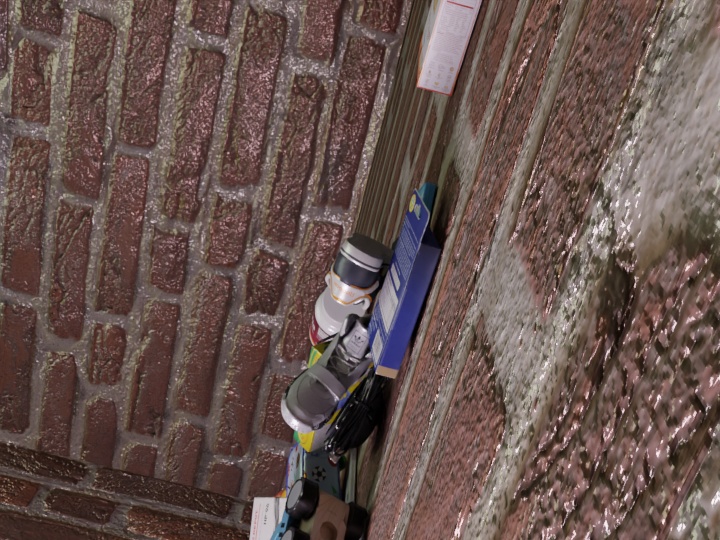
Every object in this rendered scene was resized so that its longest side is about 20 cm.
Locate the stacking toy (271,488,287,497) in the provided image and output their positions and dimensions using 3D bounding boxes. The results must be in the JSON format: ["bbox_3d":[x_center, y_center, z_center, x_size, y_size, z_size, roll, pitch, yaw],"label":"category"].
[{"bbox_3d":[-0.155,0.559,1.920,0.202,0.144,0.147,-55,14,28],"label":"stacking toy"}]

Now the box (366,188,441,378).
[{"bbox_3d":[0.055,0.013,0.977,0.122,0.032,0.204,-103,28,-69],"label":"box"}]

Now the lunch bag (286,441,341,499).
[{"bbox_3d":[-0.085,0.384,1.327,0.161,0.074,0.205,128,147,-59],"label":"lunch bag"}]

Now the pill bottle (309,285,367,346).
[{"bbox_3d":[-0.046,0.102,1.706,0.201,0.111,0.117,111,172,-65],"label":"pill bottle"}]

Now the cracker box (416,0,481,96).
[{"bbox_3d":[0.129,-0.367,1.113,0.135,0.056,0.203,-82,7,-51],"label":"cracker box"}]

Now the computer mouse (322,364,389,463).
[{"bbox_3d":[-0.002,0.199,1.069,0.140,0.052,0.200,-57,-3,-17],"label":"computer mouse"}]

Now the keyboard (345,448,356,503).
[{"bbox_3d":[-0.016,0.338,1.228,0.201,0.010,0.058,-87,5,-71],"label":"keyboard"}]

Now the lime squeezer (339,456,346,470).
[{"bbox_3d":[-0.040,0.356,1.418,0.070,0.037,0.205,21,-100,-63],"label":"lime squeezer"}]

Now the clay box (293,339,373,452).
[{"bbox_3d":[-0.036,0.178,1.271,0.113,0.047,0.204,-13,-55,-44],"label":"clay box"}]

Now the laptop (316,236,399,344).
[{"bbox_3d":[0.002,0.030,1.311,0.177,0.101,0.205,134,150,-82],"label":"laptop"}]

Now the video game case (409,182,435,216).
[{"bbox_3d":[0.065,-0.009,1.122,0.143,0.017,0.205,127,156,-83],"label":"video game case"}]

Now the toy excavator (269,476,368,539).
[{"bbox_3d":[-0.089,0.388,1.002,0.200,0.098,0.197,-47,22,43],"label":"toy excavator"}]

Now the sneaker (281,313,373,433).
[{"bbox_3d":[-0.032,0.129,1.092,0.200,0.075,0.116,-42,-14,-52],"label":"sneaker"}]

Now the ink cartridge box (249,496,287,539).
[{"bbox_3d":[-0.110,0.401,1.197,0.198,0.067,0.119,-19,60,50],"label":"ink cartridge box"}]

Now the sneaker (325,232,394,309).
[{"bbox_3d":[0.000,0.000,1.071,0.081,0.077,0.200,-63,-11,9],"label":"sneaker"}]
